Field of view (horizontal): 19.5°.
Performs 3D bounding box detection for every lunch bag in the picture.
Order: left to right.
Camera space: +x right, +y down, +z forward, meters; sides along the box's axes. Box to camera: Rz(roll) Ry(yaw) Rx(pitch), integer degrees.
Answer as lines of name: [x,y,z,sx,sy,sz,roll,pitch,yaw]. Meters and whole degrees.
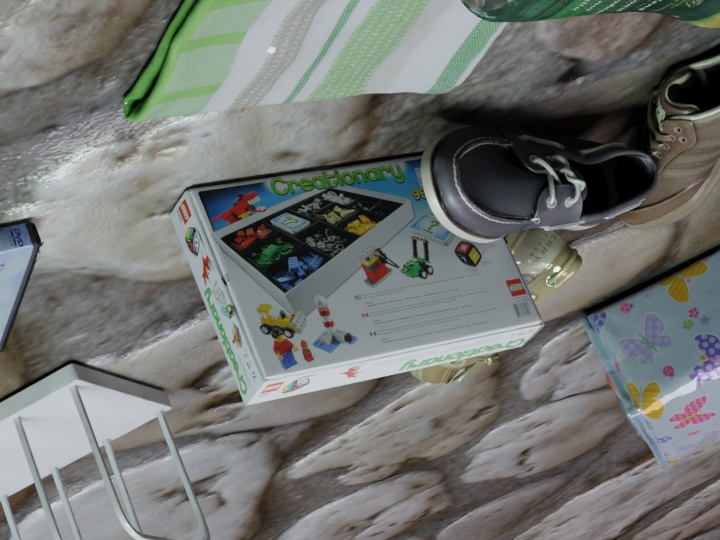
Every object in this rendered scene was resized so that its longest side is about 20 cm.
lunch bag: [0.291,0.074,1.756,0.169,0.127,0.200,-28,150,7]

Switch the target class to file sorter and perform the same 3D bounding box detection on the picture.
file sorter: [-0.226,0.171,1.434,0.200,0.125,0.139,-28,159,15]

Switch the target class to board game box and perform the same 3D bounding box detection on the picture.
board game box: [0.000,0.000,1.238,0.199,0.127,0.035,-10,156,-32]

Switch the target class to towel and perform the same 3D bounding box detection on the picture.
towel: [-0.007,-0.121,1.062,0.199,0.031,0.149,-11,156,-31]

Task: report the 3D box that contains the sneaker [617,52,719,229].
sneaker: [0.208,-0.098,1.335,0.075,0.071,0.200,17,142,-27]

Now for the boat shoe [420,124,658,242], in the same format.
boat shoe: [0.111,-0.059,1.271,0.063,0.073,0.200,-17,170,36]

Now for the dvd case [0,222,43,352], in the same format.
dvd case: [-0.284,0.032,1.168,0.199,0.018,0.143,-14,158,-25]

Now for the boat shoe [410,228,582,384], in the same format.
boat shoe: [0.085,0.029,1.397,0.073,0.063,0.200,-54,176,-30]

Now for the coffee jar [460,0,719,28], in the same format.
coffee jar: [0.125,-0.168,0.978,0.200,0.105,0.085,-4,152,-41]
